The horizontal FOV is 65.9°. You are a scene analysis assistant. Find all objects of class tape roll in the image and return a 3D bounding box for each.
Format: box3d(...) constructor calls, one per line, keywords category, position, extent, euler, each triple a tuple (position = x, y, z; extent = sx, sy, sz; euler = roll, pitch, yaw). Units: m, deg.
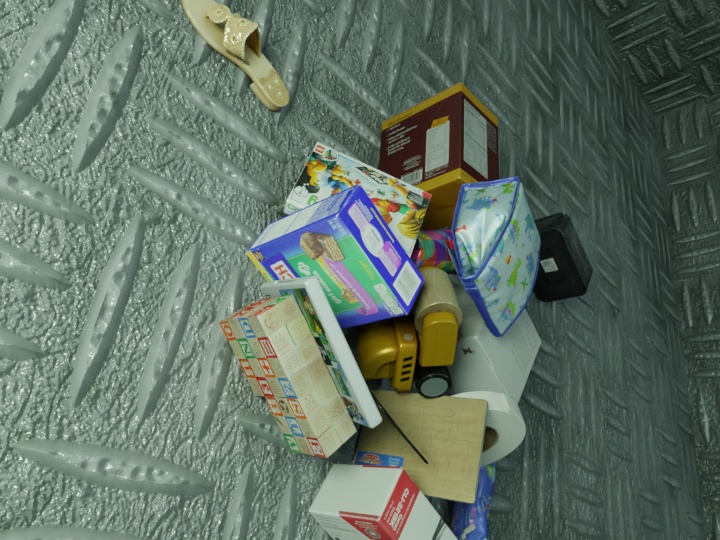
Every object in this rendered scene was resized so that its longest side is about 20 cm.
box3d(category="tape roll", position=(0.179, 0.276, 0.941), extent=(0.202, 0.202, 0.037), euler=(37, 28, -35))

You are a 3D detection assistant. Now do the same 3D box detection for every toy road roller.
box3d(category="toy road roller", position=(0.068, 0.100, 0.857), extent=(0.124, 0.144, 0.202), euler=(-98, -171, -52))

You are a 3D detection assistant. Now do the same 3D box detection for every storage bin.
box3d(category="storage bin", position=(0.502, -0.032, 1.446), extent=(0.202, 0.134, 0.094), euler=(59, 43, -16))

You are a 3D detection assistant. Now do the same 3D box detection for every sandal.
box3d(category="sandal", position=(-0.169, -0.347, 0.845), extent=(0.212, 0.069, 0.078), euler=(49, 47, -26))

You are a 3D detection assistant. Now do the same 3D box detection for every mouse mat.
box3d(category="mouse mat", position=(0.016, 0.179, 0.800), extent=(0.008, 0.200, 0.162), euler=(-39, 129, -6))

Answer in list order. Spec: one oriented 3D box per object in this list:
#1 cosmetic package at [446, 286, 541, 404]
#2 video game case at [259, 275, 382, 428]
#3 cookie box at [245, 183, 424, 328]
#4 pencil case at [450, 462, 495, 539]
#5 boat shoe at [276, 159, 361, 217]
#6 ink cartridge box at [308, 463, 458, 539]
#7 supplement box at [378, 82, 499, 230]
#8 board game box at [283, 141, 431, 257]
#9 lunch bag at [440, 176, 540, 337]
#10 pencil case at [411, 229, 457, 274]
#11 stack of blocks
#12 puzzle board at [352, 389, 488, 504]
box3d(category="cosmetic package", position=(0.214, 0.144, 1.046), extent=(0.166, 0.164, 0.200), euler=(59, 42, -15))
box3d(category="video game case", position=(-0.059, 0.104, 0.745), extent=(0.022, 0.182, 0.202), euler=(-28, 100, -26))
box3d(category="cookie box", position=(-0.039, -0.005, 0.784), extent=(0.172, 0.198, 0.075), euler=(53, 46, -20))
box3d(category="pencil case", position=(0.205, 0.418, 1.013), extent=(0.087, 0.077, 0.202), euler=(61, 36, -49))
box3d(category="boat shoe", position=(-0.060, -0.136, 0.899), extent=(0.064, 0.071, 0.200), euler=(40, 46, -1))
box3d(category="ink cartridge box", position=(0.043, 0.377, 0.796), extent=(0.201, 0.143, 0.084), euler=(54, 46, -20))
box3d(category="supplement box", position=(0.146, -0.203, 1.056), extent=(0.132, 0.196, 0.203), euler=(25, 60, -40))
box3d(category="board game box", position=(-0.001, -0.101, 0.838), extent=(0.198, 0.035, 0.127), euler=(24, 59, -3))
box3d(category="lunch bag", position=(0.214, -0.019, 0.905), extent=(0.170, 0.126, 0.202), euler=(51, 45, -42))
box3d(category="pencil case", position=(0.119, -0.033, 0.951), extent=(0.199, 0.088, 0.090), euler=(0, 77, -51))
box3d(category="stack of blocks", position=(-0.097, 0.139, 0.731), extent=(0.058, 0.114, 0.202), euler=(-31, 102, -37))
box3d(category="puzzle board", position=(0.089, 0.263, 0.849), extent=(0.017, 0.197, 0.152), euler=(55, 42, -46))
